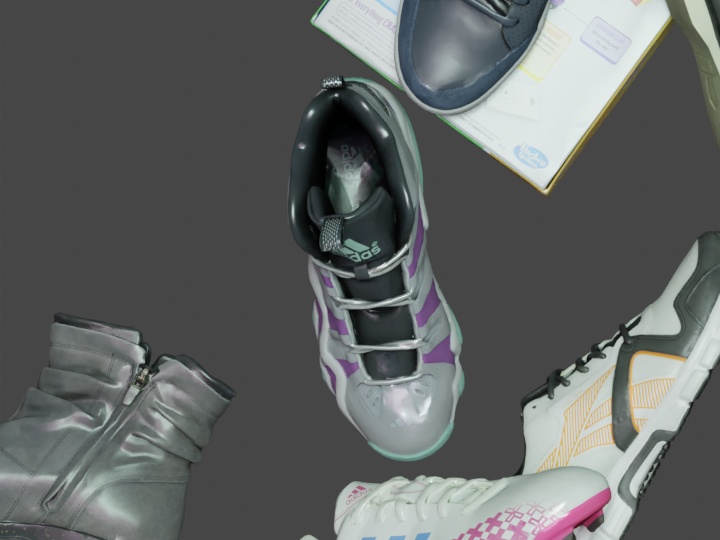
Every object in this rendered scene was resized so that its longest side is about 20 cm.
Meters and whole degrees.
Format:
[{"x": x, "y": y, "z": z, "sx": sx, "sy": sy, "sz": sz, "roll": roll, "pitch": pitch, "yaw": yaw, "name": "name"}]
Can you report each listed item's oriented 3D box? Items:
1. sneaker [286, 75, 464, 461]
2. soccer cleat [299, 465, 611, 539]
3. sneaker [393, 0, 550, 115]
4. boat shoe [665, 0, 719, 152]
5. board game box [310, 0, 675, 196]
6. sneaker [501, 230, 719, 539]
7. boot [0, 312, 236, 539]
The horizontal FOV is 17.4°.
[{"x": 0.000, "y": 0.000, "z": 1.165, "sx": 0.078, "sy": 0.140, "sz": 0.200, "roll": -14, "pitch": 88, "yaw": 6, "name": "sneaker"}, {"x": 0.033, "y": 0.132, "z": 1.165, "sx": 0.200, "sy": 0.070, "sz": 0.086, "roll": -36, "pitch": 80, "yaw": 35, "name": "soccer cleat"}, {"x": 0.072, "y": -0.169, "z": 1.115, "sx": 0.077, "sy": 0.146, "sz": 0.202, "roll": 29, "pitch": 95, "yaw": 5, "name": "sneaker"}, {"x": 0.196, "y": -0.098, "z": 1.159, "sx": 0.063, "sy": 0.074, "sz": 0.202, "roll": -21, "pitch": 108, "yaw": -2, "name": "boat shoe"}, {"x": 0.094, "y": -0.162, "z": 1.205, "sx": 0.153, "sy": 0.040, "sz": 0.200, "roll": 37, "pitch": 94, "yaw": 6, "name": "board game box"}, {"x": 0.127, "y": 0.064, "z": 1.185, "sx": 0.080, "sy": 0.074, "sz": 0.200, "roll": 30, "pitch": 93, "yaw": 8, "name": "sneaker"}, {"x": -0.175, "y": 0.081, "z": 1.231, "sx": 0.200, "sy": 0.070, "sz": 0.132, "roll": 17, "pitch": 89, "yaw": -4, "name": "boot"}]
